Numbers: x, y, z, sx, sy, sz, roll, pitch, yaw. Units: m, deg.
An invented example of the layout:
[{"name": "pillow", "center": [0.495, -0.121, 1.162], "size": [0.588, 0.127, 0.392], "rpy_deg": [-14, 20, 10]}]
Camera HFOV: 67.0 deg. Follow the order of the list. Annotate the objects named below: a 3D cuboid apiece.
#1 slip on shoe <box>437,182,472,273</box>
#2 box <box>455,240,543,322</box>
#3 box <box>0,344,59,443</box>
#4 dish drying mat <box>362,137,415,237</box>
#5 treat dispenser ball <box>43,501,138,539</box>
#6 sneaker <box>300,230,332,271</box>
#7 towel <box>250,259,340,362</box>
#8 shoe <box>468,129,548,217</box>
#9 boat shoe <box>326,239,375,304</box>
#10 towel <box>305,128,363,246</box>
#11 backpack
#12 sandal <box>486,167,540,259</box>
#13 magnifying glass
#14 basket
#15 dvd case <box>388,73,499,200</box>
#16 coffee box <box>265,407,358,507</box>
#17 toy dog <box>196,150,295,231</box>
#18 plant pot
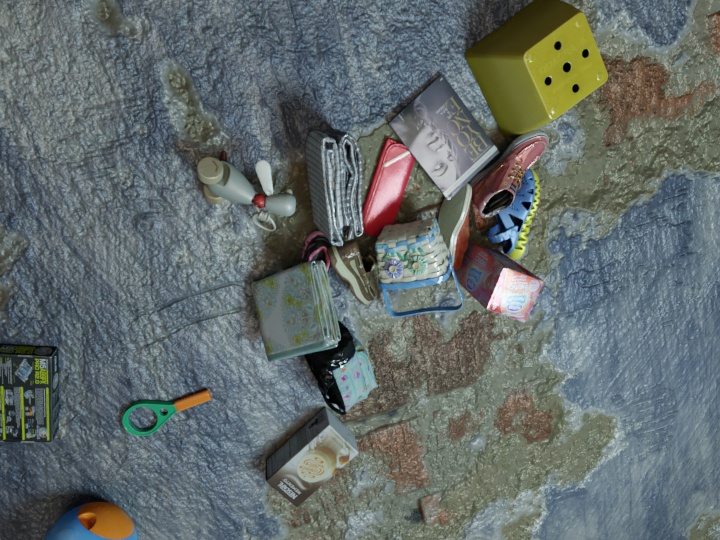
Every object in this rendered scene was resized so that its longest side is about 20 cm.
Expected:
[{"name": "slip on shoe", "center": [0.209, -0.093, 1.189], "size": [0.060, 0.074, 0.205], "rpy_deg": [-3, 110, -34]}, {"name": "box", "center": [0.287, 0.018, 1.165], "size": [0.100, 0.200, 0.097], "rpy_deg": [18, 104, -17]}, {"name": "box", "center": [-0.710, 0.254, 1.116], "size": [0.156, 0.044, 0.205], "rpy_deg": [4, 107, -14]}, {"name": "dish drying mat", "center": [0.057, -0.169, 1.152], "size": [0.075, 0.018, 0.205], "rpy_deg": [14, 104, -17]}, {"name": "treat dispenser ball", "center": [-0.584, 0.611, 1.175], "size": [0.195, 0.201, 0.206], "rpy_deg": [-4, 109, -10]}, {"name": "sneaker", "center": [-0.102, 0.023, 1.142], "size": [0.077, 0.096, 0.205], "rpy_deg": [9, 107, -16]}, {"name": "towel", "center": [-0.133, 0.085, 1.103], "size": [0.197, 0.048, 0.176], "rpy_deg": [-18, 81, 34]}, {"name": "shoe", "center": [0.315, -0.196, 1.127], "size": [0.199, 0.092, 0.071], "rpy_deg": [-38, 130, 23]}, {"name": "boat shoe", "center": [0.002, 0.005, 1.129], "size": [0.074, 0.076, 0.203], "rpy_deg": [-29, 148, 5]}, {"name": "towel", "center": [-0.046, -0.167, 1.054], "size": [0.083, 0.166, 0.205], "rpy_deg": [-11, 110, -14]}, {"name": "backpack", "center": [-0.043, 0.212, 1.183], "size": [0.124, 0.167, 0.203], "rpy_deg": [-27, 126, -10]}, {"name": "sandal", "center": [0.333, -0.128, 1.191], "size": [0.085, 0.080, 0.206], "rpy_deg": [8, 100, -10]}, {"name": "magnifying glass", "center": [-0.429, 0.308, 1.208], "size": [0.195, 0.022, 0.081], "rpy_deg": [-18, 110, -4]}, {"name": "basket", "center": [0.113, 0.004, 1.145], "size": [0.172, 0.140, 0.204], "rpy_deg": [-10, 119, 23]}, {"name": "dvd case", "center": [0.174, -0.272, 1.120], "size": [0.148, 0.016, 0.201], "rpy_deg": [-41, 101, 0]}, {"name": "coffee box", "center": [-0.116, 0.440, 1.283], "size": [0.199, 0.080, 0.115], "rpy_deg": [-42, 111, 4]}, {"name": "toy dog", "center": [-0.219, -0.172, 1.055], "size": [0.197, 0.131, 0.098], "rpy_deg": [26, 63, -23]}, {"name": "plant pot", "center": [0.355, -0.392, 1.057], "size": [0.198, 0.177, 0.202], "rpy_deg": [-35, 112, 2]}]
